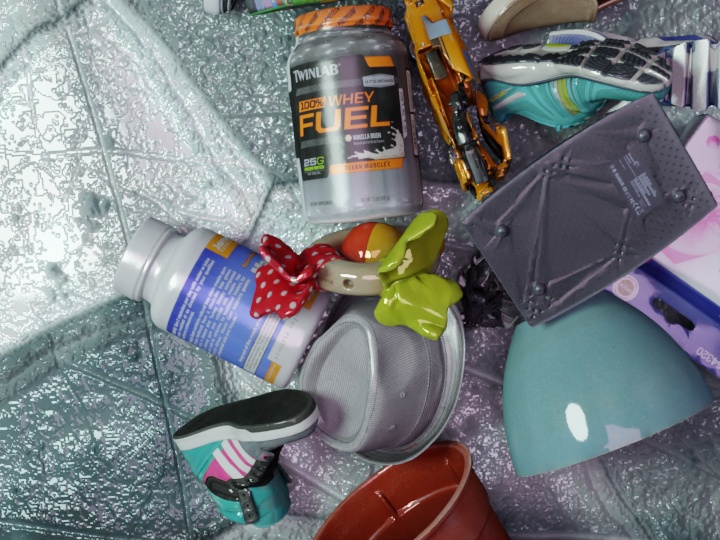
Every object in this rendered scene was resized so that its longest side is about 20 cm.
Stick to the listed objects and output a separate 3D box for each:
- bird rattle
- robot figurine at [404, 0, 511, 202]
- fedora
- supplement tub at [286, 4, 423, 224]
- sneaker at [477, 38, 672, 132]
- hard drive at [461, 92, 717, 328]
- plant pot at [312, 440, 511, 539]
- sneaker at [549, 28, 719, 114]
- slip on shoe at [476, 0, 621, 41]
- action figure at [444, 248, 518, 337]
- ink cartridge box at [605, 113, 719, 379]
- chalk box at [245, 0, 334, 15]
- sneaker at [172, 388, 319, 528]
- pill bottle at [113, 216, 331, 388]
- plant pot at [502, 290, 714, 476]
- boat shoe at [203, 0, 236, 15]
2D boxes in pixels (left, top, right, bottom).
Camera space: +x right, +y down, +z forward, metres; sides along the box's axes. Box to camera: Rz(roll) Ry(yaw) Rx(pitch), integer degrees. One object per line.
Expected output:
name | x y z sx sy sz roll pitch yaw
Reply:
bird rattle | 0.000 0.000 0.940 0.199 0.163 0.113 -4 107 23
robot figurine | 0.096 -0.164 0.973 0.058 0.145 0.201 -21 85 4
fedora | 0.005 0.098 0.977 0.177 0.090 0.201 35 114 31
supplement tub | -0.007 -0.150 0.982 0.122 0.123 0.201 -7 94 2
sneaker | 0.205 -0.175 0.960 0.077 0.199 0.080 -37 123 -38
hard drive | 0.202 -0.054 0.901 0.199 0.042 0.135 -34 104 5
plant pot | 0.081 0.308 0.989 0.200 0.201 0.196 -36 101 3
sneaker | 0.292 -0.195 0.997 0.198 0.115 0.081 11 106 31
slip on shoe | 0.213 -0.273 0.993 0.199 0.076 0.061 -27 77 -4
action figure | 0.160 -0.006 0.996 0.102 0.119 0.201 30 89 4
ink cartridge box | 0.353 -0.015 0.976 0.196 0.043 0.201 34 94 -2
chalk box | -0.047 -0.309 0.931 0.199 0.124 0.125 -15 105 -20
sneaker | -0.096 0.194 0.999 0.199 0.084 0.121 -17 105 44
pill bottle | -0.139 0.026 1.003 0.199 0.112 0.113 27 94 -1
plant pot | 0.218 0.098 0.968 0.199 0.200 0.135 -22 82 3
boat shoe | -0.102 -0.347 0.998 0.056 0.069 0.201 20 92 -1
